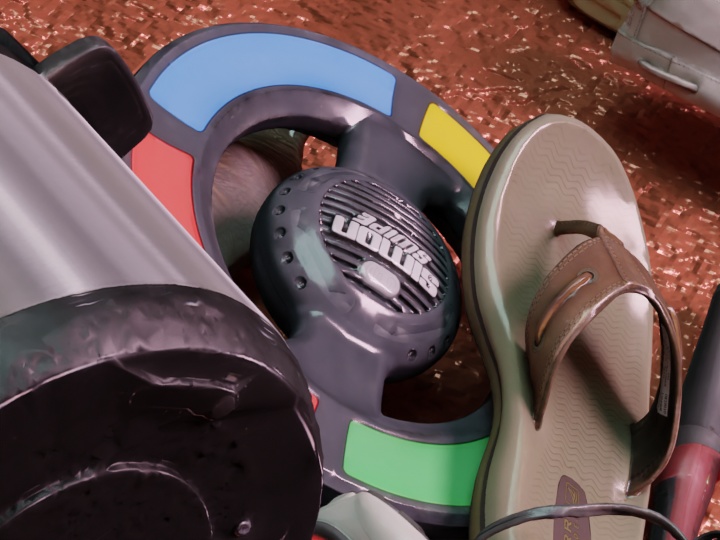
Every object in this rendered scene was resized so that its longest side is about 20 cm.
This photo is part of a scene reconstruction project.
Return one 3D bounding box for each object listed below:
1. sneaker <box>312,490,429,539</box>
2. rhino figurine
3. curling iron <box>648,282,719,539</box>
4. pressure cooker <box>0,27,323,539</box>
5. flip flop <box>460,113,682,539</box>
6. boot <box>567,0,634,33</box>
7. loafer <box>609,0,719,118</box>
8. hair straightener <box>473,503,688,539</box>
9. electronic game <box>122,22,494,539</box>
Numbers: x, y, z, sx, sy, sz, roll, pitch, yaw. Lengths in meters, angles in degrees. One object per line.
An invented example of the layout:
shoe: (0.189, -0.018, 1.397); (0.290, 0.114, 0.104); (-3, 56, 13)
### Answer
sneaker: (0.025, 0.151, 0.746); (0.085, 0.077, 0.200); (-34, 49, -18)
rhino figurine: (-0.068, -0.024, 0.929); (0.087, 0.060, 0.200); (19, 33, 18)
curling iron: (0.120, 0.066, 0.883); (0.049, 0.026, 0.201); (-19, 28, 24)
pressure cooker: (-0.129, 0.030, 0.701); (0.175, 0.180, 0.200); (-4, 38, -40)
flip flop: (0.075, 0.035, 0.846); (0.081, 0.057, 0.201); (28, 48, -27)
boot: (0.182, -0.146, 1.053); (0.199, 0.156, 0.073); (27, 42, 20)
loafer: (0.185, -0.048, 1.013); (0.200, 0.070, 0.070); (41, 17, 15)
hair straightener: (0.116, 0.135, 0.768); (0.200, 0.041, 0.077); (38, 45, 15)
electronic game: (0.000, 0.000, 0.875); (0.199, 0.042, 0.201); (25, 43, -26)
